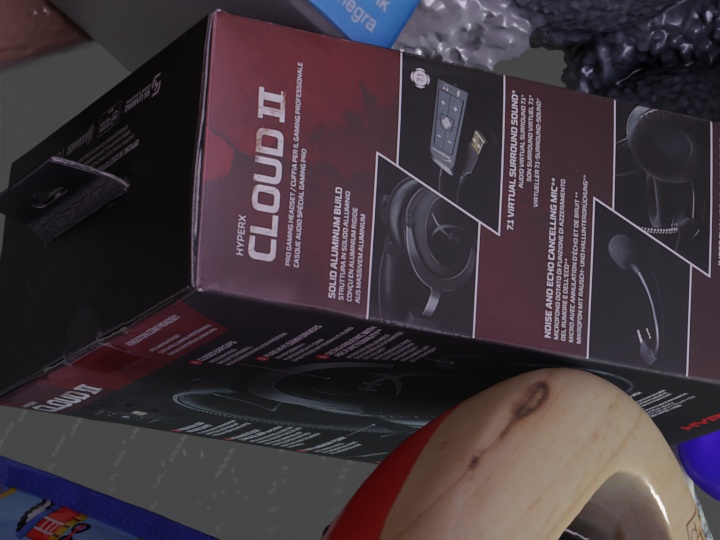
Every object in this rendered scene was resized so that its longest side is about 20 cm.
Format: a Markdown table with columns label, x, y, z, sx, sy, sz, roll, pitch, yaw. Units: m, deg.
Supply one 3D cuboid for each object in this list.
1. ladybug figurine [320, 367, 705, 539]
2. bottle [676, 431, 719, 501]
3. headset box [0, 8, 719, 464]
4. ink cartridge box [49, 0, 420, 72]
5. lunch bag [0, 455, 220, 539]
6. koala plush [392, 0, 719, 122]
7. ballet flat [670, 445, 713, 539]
| label | x | y | z | sx | sy | sz | roll | pitch | yaw |
| --- | --- | --- | --- | --- | --- | --- | --- | --- | --- |
| ladybug figurine | 0.032 | 0.097 | 0.729 | 0.200 | 0.072 | 0.136 | -33 | 113 | -63 |
| bottle | 0.176 | 0.055 | 0.980 | 0.200 | 0.083 | 0.066 | 16 | 78 | -58 |
| headset box | 0.000 | 0.000 | 0.815 | 0.199 | 0.149 | 0.078 | 11 | 72 | -23 |
| ink cartridge box | -0.007 | -0.158 | 0.842 | 0.084 | 0.146 | 0.200 | 41 | 73 | -27 |
| lunch bag | -0.098 | 0.130 | 0.773 | 0.094 | 0.200 | 0.151 | 42 | 72 | -26 |
| koala plush | 0.087 | -0.097 | 0.919 | 0.199 | 0.184 | 0.178 | 26 | 69 | -9 |
| ballet flat | 0.089 | 0.096 | 0.965 | 0.074 | 0.074 | 0.201 | -34 | 110 | -25 |
